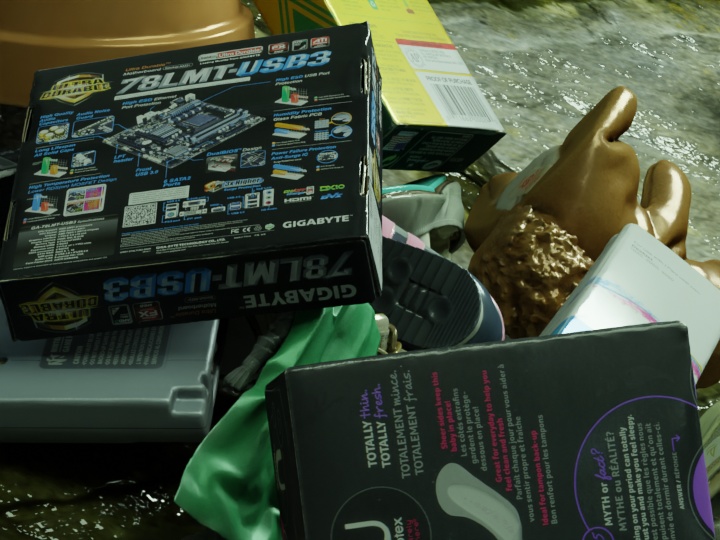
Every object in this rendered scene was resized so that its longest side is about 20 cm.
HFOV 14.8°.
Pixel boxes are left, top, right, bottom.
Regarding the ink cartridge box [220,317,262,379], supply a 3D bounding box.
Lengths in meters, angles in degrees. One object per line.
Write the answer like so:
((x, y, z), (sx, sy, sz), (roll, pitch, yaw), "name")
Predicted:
((-0.071, -0.008, 1.682), (0.109, 0.050, 0.200), (11, 29, -26), "ink cartridge box")

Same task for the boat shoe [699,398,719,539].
((0.177, 0.153, 1.456), (0.073, 0.201, 0.063), (42, -17, -21), "boat shoe")

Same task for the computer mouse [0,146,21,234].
((-0.152, -0.050, 1.616), (0.199, 0.046, 0.140), (-16, 16, -26), "computer mouse")

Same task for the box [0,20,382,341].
((-0.088, -0.050, 1.504), (0.199, 0.050, 0.199), (-7, 37, 6), "box")

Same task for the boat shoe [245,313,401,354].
((-0.015, 0.041, 1.532), (0.201, 0.066, 0.074), (65, 18, 5), "boat shoe")

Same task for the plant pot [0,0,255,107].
((-0.163, -0.190, 1.753), (0.199, 0.141, 0.200), (1, 18, 0), "plant pot")

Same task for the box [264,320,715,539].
((0.061, 0.098, 1.362), (0.199, 0.123, 0.106), (-6, -6, -9), "box")

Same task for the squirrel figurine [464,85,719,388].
((0.165, 0.017, 1.749), (0.187, 0.141, 0.200), (44, 35, -12), "squirrel figurine")

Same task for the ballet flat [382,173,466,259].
((0.029, -0.024, 1.742), (0.067, 0.064, 0.200), (-14, 1, 16), "ballet flat")

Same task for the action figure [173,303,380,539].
((-0.033, 0.071, 1.451), (0.118, 0.055, 0.200), (48, 50, -36), "action figure")

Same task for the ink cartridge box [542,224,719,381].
((0.122, 0.080, 1.555), (0.085, 0.145, 0.200), (36, 28, 1), "ink cartridge box")

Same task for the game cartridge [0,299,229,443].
((-0.140, 0.032, 1.511), (0.133, 0.042, 0.200), (-3, 29, 6), "game cartridge")

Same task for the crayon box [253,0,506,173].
((-0.001, -0.157, 1.805), (0.127, 0.051, 0.200), (1, 55, -53), "crayon box")

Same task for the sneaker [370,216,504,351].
((0.000, 0.000, 1.621), (0.200, 0.070, 0.082), (36, -2, 30), "sneaker")
